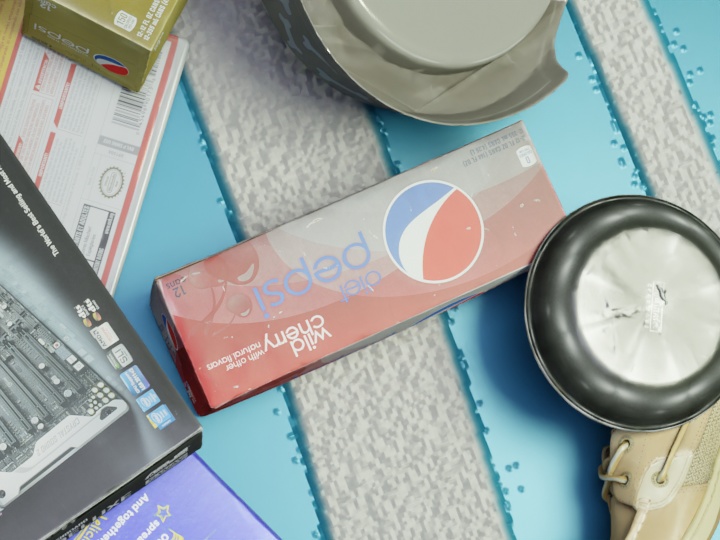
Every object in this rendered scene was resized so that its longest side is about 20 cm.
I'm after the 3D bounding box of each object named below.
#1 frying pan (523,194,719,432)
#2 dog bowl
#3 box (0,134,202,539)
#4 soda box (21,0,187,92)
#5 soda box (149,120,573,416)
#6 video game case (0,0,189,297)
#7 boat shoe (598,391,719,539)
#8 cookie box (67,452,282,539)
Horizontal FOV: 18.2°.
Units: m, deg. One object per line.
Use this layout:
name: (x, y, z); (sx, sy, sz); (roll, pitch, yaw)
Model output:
frying pan: (0.166, 0.038, 1.078); (0.189, 0.031, 0.115); (31, 75, -4)
dog bowl: (0.031, -0.169, 1.097); (0.199, 0.059, 0.202); (1, 88, -32)
box: (-0.188, 0.037, 0.994); (0.157, 0.050, 0.201); (-33, 81, -12)
soda box: (-0.091, -0.194, 1.102); (0.067, 0.064, 0.201); (26, 72, -3)
soda box: (0.000, 0.000, 1.096); (0.199, 0.063, 0.070); (-24, 87, -11)
video game case: (-0.198, -0.075, 1.101); (0.199, 0.017, 0.144); (17, 79, -6)
boat shoe: (0.146, 0.101, 1.105); (0.064, 0.071, 0.201); (34, 68, 2)
cookie box: (-0.152, 0.134, 1.046); (0.200, 0.075, 0.171); (45, 77, 1)
